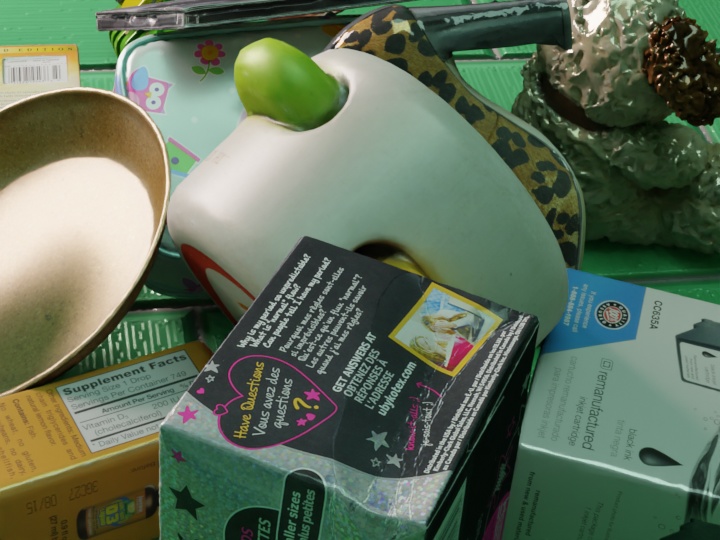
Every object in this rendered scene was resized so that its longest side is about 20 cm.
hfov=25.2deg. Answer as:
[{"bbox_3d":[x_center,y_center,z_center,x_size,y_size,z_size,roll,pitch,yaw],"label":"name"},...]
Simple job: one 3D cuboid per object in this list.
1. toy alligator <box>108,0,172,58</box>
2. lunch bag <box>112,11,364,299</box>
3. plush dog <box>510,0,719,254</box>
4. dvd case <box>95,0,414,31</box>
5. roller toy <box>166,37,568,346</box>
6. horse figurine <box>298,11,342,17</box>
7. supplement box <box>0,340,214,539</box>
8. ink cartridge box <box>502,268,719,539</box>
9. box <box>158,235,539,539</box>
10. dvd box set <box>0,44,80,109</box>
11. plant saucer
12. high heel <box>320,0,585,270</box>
[{"bbox_3d":[-0.138,-0.151,1.079,0.054,0.059,0.200,-42,33,7],"label":"toy alligator"},{"bbox_3d":[-0.045,-0.071,0.947,0.198,0.077,0.162,-6,67,-17],"label":"lunch bag"},{"bbox_3d":[0.146,-0.109,0.983,0.159,0.173,0.200,-17,46,-26],"label":"plush dog"},{"bbox_3d":[-0.045,-0.165,0.982,0.198,0.016,0.148,-11,12,-27],"label":"dvd case"},{"bbox_3d":[0.000,0.000,0.797,0.140,0.183,0.200,-44,68,-11],"label":"roller toy"},{"bbox_3d":[-0.051,-0.114,1.055,0.131,0.050,0.201,3,46,6],"label":"horse figurine"},{"bbox_3d":[-0.151,0.100,0.776,0.198,0.067,0.069,-14,41,-24],"label":"supplement box"},{"bbox_3d":[0.181,0.094,0.816,0.198,0.087,0.147,12,40,9],"label":"ink cartridge box"},{"bbox_3d":[-0.010,0.113,0.673,0.114,0.202,0.132,18,41,16],"label":"box"},{"bbox_3d":[-0.242,-0.072,0.995,0.144,0.030,0.201,-4,42,-11],"label":"dvd box set"},{"bbox_3d":[-0.179,-0.007,0.856,0.198,0.036,0.202,-16,51,20],"label":"plant saucer"},{"bbox_3d":[0.052,-0.051,0.906,0.141,0.203,0.071,-7,13,-7],"label":"high heel"}]
